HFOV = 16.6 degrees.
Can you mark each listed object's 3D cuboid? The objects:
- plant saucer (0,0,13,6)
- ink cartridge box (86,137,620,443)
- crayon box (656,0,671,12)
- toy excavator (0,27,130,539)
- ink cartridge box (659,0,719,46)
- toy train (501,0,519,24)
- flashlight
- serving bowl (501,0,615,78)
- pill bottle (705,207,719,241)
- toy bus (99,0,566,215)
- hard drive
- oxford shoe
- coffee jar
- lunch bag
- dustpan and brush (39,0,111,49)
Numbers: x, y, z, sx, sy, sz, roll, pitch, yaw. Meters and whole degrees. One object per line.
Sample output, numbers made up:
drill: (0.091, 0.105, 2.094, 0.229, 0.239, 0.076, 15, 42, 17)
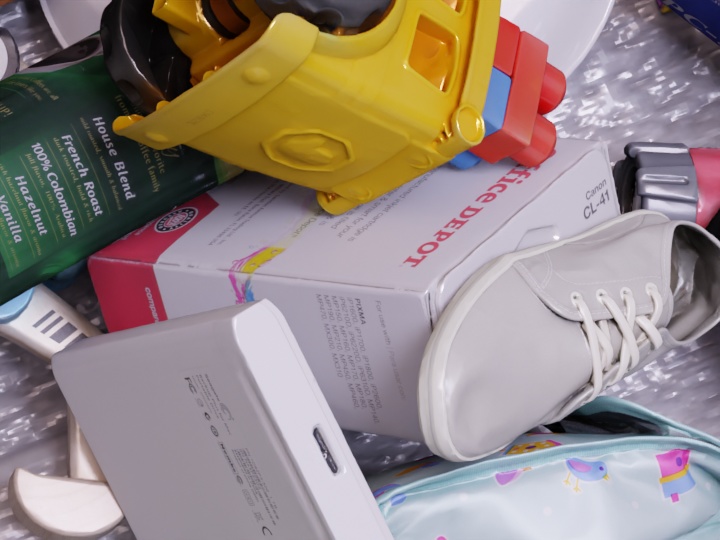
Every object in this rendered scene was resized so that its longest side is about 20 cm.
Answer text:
plant saucer: (-0.219, -0.207, 1.249, 0.200, 0.032, 0.201, -4, 54, 5)
ink cartridge box: (0.000, 0.000, 1.126, 0.200, 0.086, 0.148, 9, 35, 38)
crayon box: (0.206, -0.258, 1.324, 0.172, 0.058, 0.201, -17, 73, -11)
toy excavator: (-0.161, 0.005, 1.187, 0.200, 0.100, 0.195, 32, 72, -3)
ink cartridge box: (0.234, -0.101, 1.190, 0.200, 0.094, 0.044, 39, 85, 8)
toy train: (0.040, -0.053, 1.249, 0.056, 0.042, 0.201, 9, 70, 8)
flashlight: (0.228, -0.027, 1.245, 0.199, 0.068, 0.068, 4, 33, -8)
serving bowl: (0.031, -0.169, 1.201, 0.200, 0.066, 0.201, -4, 98, -29)
pill bottle: (0.258, 0.039, 1.172, 0.112, 0.112, 0.200, -42, 103, -17)
toy bus: (0.007, -0.126, 1.065, 0.192, 0.136, 0.201, 24, 60, -28)
hard drive: (-0.062, 0.084, 1.073, 0.026, 0.200, 0.132, -30, 98, -27)
oxford shoe: (0.094, 0.023, 1.041, 0.058, 0.075, 0.200, 10, 25, 38)
coffee jar: (-0.131, -0.052, 1.110, 0.200, 0.104, 0.086, -31, 107, -24)
lunch bag: (0.089, 0.122, 1.116, 0.199, 0.170, 0.122, -16, 88, -12)
dustpan and brush: (-0.101, -0.110, 1.233, 0.139, 0.057, 0.200, 8, 45, -10)
